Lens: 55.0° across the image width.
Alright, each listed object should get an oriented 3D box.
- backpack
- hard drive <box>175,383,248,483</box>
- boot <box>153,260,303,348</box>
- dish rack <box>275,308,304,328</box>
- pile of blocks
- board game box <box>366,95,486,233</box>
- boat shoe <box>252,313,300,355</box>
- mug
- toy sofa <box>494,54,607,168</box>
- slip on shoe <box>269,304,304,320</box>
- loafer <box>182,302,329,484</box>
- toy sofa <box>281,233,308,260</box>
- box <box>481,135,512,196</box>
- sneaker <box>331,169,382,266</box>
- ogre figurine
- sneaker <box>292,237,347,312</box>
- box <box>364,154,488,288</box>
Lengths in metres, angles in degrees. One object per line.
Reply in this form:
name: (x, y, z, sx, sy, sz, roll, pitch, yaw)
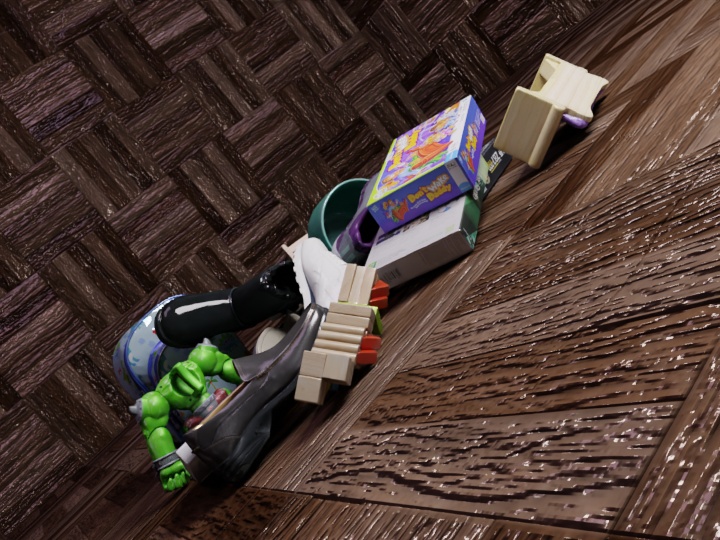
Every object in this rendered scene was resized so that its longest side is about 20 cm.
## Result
backpack: (-0.263, 0.144, 1.057, 0.183, 0.201, 0.147, -44, 7, -33)
hard drive: (-0.124, 0.154, 0.798, 0.200, 0.026, 0.132, -44, -11, -23)
boot: (-0.166, 0.044, 0.962, 0.161, 0.075, 0.197, -26, -12, 39)
dish rack: (-0.087, 0.071, 1.167, 0.153, 0.055, 0.200, -40, 8, 21)
pile of blocks: (-0.005, 0.074, 0.709, 0.061, 0.083, 0.201, 7, 37, 15)
board game box: (0.091, -0.144, 0.909, 0.133, 0.045, 0.201, -26, 24, 28)
boat shoe: (-0.114, 0.118, 0.972, 0.063, 0.073, 0.200, -47, 0, 13)
mug: (-0.027, -0.063, 1.147, 0.114, 0.182, 0.155, 150, 123, -65)
toy sofa: (0.256, -0.210, 0.918, 0.200, 0.096, 0.084, -50, -17, -52)
slip on shoe: (-0.128, 0.036, 1.140, 0.076, 0.061, 0.200, -45, 9, -18)
loafer: (-0.101, 0.111, 0.706, 0.202, 0.072, 0.073, -58, 7, -20)
toy sofa: (-0.038, -0.051, 1.285, 0.199, 0.083, 0.098, -37, 48, -9)
box: (0.143, -0.119, 1.082, 0.160, 0.049, 0.200, -34, 10, 37)
sneaker: (0.032, -0.085, 0.996, 0.087, 0.074, 0.202, -42, 18, 57)
ogre figurine: (-0.212, 0.175, 0.911, 0.200, 0.120, 0.098, -43, 7, -18)
sneaker: (-0.034, 0.018, 0.907, 0.080, 0.076, 0.201, -39, 40, 16)
box: (0.086, -0.065, 0.874, 0.143, 0.036, 0.201, -25, 27, 31)
